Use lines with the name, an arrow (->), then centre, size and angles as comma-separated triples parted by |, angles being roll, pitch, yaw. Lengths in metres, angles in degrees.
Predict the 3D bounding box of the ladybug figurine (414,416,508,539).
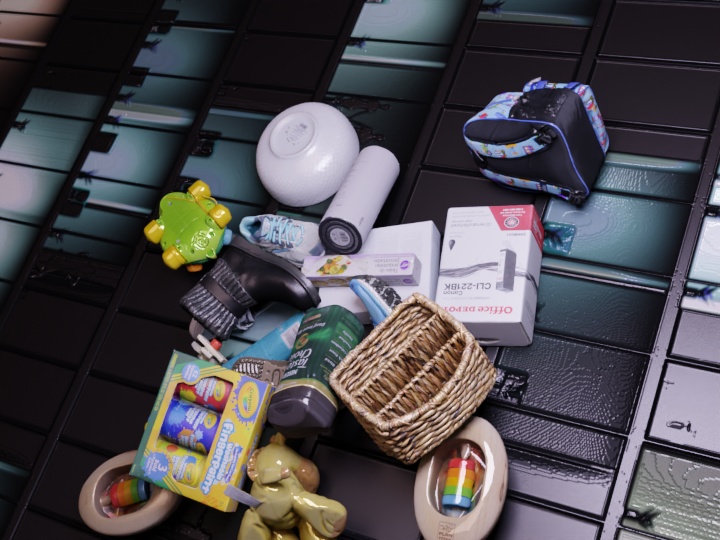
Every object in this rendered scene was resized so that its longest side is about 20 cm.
ladybug figurine -> 0.147, 0.310, 1.540 | 0.134, 0.072, 0.203 | 4, 65, 27

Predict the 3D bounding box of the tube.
tube -> -0.157, 0.143, 1.799 | 0.199, 0.050, 0.078 | -37, 57, 8

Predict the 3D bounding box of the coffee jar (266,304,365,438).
coffee jar -> -0.067, 0.153, 1.629 | 0.103, 0.085, 0.202 | -21, 35, 37

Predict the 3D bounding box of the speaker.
speaker -> -0.001, -0.119, 1.807 | 0.080, 0.082, 0.201 | 1, 41, 24

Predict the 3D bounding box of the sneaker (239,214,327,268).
sneaker -> -0.133, -0.055, 1.842 | 0.198, 0.086, 0.079 | 5, 73, 46

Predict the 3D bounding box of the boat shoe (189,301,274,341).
boat shoe -> -0.200, 0.063, 1.853 | 0.198, 0.072, 0.069 | -34, 53, -8

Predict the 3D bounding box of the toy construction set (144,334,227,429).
toy construction set -> -0.265, 0.211, 1.777 | 0.131, 0.091, 0.202 | 42, 105, 39

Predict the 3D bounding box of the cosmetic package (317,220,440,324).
cosmetic package -> 0.030, 0.008, 1.782 | 0.196, 0.052, 0.153 | -7, 59, 22

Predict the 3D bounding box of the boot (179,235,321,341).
boot -> -0.180, 0.051, 1.773 | 0.209, 0.080, 0.159 | 27, 69, 31

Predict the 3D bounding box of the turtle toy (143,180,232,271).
turtle toy -> -0.307, -0.079, 1.953 | 0.145, 0.101, 0.200 | -41, 54, -3

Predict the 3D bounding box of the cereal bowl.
cereal bowl -> -0.106, -0.221, 1.951 | 0.197, 0.083, 0.203 | -12, 59, 20

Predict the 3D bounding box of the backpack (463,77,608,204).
backpack -> 0.272, -0.209, 1.722 | 0.198, 0.183, 0.136 | 9, 58, 41

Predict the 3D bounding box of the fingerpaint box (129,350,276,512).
fingerpaint box -> -0.240, 0.247, 1.672 | 0.164, 0.073, 0.203 | 18, 81, 11

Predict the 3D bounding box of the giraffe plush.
giraffe plush -> -0.117, 0.331, 1.625 | 0.172, 0.200, 0.163 | -38, 20, 15

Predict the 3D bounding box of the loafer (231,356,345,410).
loafer -> -0.108, 0.179, 1.739 | 0.196, 0.067, 0.077 | 14, 83, 10

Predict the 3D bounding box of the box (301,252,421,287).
box -> 0.000, 0.000, 1.746 | 0.196, 0.041, 0.039 | -1, 64, 23

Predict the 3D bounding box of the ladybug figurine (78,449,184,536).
ladybug figurine -> -0.358, 0.362, 1.752 | 0.197, 0.072, 0.138 | -13, 59, 18

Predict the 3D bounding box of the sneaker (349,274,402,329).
sneaker -> 0.038, 0.097, 1.681 | 0.089, 0.078, 0.201 | -37, 83, 17

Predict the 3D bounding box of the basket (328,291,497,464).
basket -> 0.079, 0.153, 1.552 | 0.200, 0.150, 0.142 | -41, 20, -14

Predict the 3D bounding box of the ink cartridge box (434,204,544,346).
ink cartridge box -> 0.199, 0.008, 1.684 | 0.142, 0.084, 0.203 | -1, 63, 23
